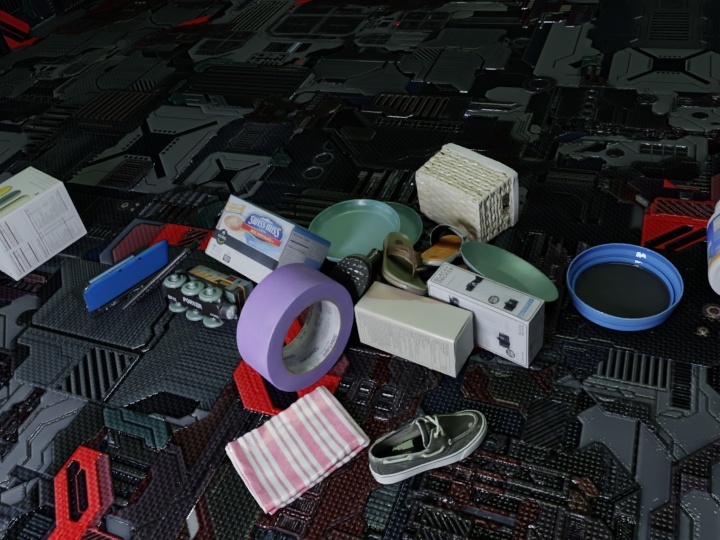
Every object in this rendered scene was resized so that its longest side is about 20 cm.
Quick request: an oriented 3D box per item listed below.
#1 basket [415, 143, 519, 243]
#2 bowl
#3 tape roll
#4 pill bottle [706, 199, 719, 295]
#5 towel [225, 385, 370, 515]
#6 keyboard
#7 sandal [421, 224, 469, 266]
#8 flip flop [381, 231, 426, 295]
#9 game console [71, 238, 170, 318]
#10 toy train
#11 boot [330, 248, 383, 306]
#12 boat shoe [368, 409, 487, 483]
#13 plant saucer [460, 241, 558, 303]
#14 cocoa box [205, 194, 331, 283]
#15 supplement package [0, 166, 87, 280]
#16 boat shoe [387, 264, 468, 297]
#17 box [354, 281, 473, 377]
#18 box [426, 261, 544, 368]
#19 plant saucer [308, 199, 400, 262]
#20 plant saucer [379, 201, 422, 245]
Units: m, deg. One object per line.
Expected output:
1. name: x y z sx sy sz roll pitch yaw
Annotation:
1. basket: 0.223 -0.160 1.400 0.123 0.137 0.199 -36 47 -22
2. bowl: 0.477 0.030 1.198 0.196 0.040 0.203 -6 41 6
3. tape roll: -0.108 0.096 1.124 0.084 0.203 0.199 27 52 36
4. pill bottle: 0.687 -0.050 1.189 0.110 0.114 0.201 8 43 20
5. towel: -0.100 0.277 1.048 0.198 0.030 0.146 -30 45 -22
6. keyboard: -0.403 0.007 1.357 0.199 0.021 0.127 -39 11 12
7. sandal: 0.172 -0.058 1.298 0.078 0.061 0.206 8 17 21
8. flip flop: 0.083 -0.024 1.214 0.080 0.058 0.201 21 30 -14
9. game console: -0.512 -0.006 1.392 0.199 0.120 0.170 -36 47 -27
10. toy train: -0.307 0.045 1.324 0.197 0.087 0.114 17 34 32
11. boot: 0.000 0.000 1.222 0.067 0.201 0.131 32 56 7
12. boat shoe: 0.105 0.258 0.999 0.197 0.064 0.071 -22 42 -13
13. plant saucer: 0.267 0.014 1.219 0.198 0.039 0.202 20 25 -10
14. cocoa box: -0.184 -0.047 1.320 0.198 0.133 0.133 26 92 35
15. supplement package: -0.792 -0.114 1.549 0.150 0.153 0.200 22 50 32
16. boat shoe: 0.146 0.018 1.265 0.196 0.063 0.072 -12 38 -3
17. box: 0.095 0.101 1.159 0.197 0.096 0.078 18 47 27
18. box: 0.216 0.074 1.144 0.198 0.118 0.060 22 52 33
19. plant saucer: -0.013 -0.080 1.386 0.196 0.028 0.202 -6 41 5
20. plant saucer: 0.038 -0.079 1.426 0.196 0.028 0.202 -6 40 5
